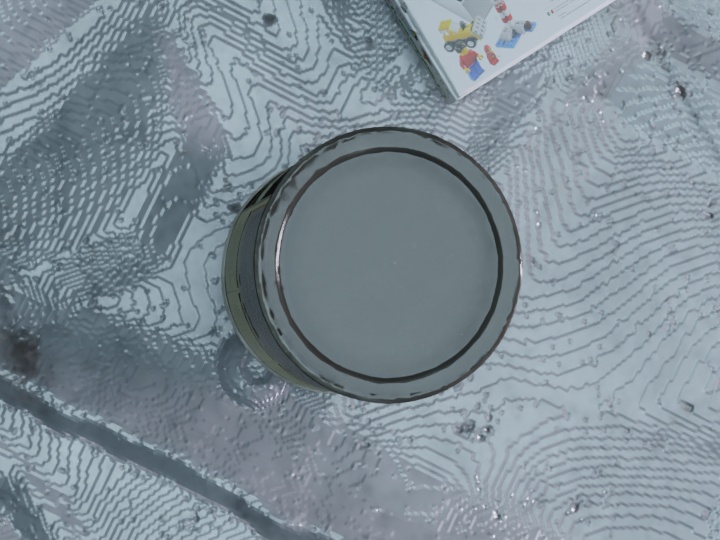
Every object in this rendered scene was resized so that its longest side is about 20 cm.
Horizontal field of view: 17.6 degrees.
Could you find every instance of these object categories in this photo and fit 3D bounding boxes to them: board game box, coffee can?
[{"bbox_3d":[0.106,-0.209,1.435,0.199,0.035,0.127,-32,94,-8],"label":"board game box"},{"bbox_3d":[0.000,0.000,1.329,0.145,0.200,0.148,0,88,-9],"label":"coffee can"}]
